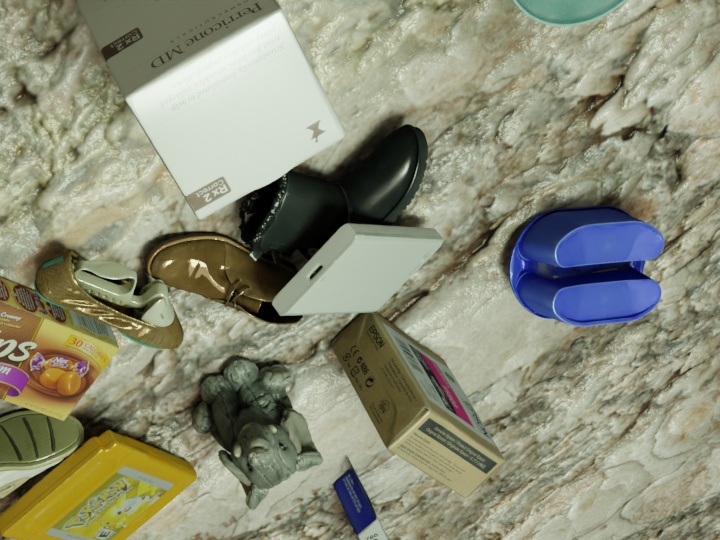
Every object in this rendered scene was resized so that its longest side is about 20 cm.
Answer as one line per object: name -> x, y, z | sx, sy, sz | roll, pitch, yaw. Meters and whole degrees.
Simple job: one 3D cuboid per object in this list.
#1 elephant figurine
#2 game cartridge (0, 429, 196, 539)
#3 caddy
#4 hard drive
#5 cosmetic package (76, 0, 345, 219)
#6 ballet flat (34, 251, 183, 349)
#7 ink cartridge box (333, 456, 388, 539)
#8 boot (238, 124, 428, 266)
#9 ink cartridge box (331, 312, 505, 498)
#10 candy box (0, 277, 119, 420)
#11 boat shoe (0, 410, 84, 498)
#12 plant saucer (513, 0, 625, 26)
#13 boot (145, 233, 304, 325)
elephant figurine -> -0.117, 0.212, 1.707 | 0.155, 0.200, 0.142 | 12, 118, -33
game cartridge -> -0.312, 0.273, 1.733 | 0.176, 0.032, 0.200 | -40, 152, 7
caddy -> 0.283, -0.007, 1.806 | 0.200, 0.105, 0.142 | -4, 103, -24
hard drive -> 0.000, 0.000, 1.643 | 0.132, 0.026, 0.200 | -46, 158, 22
cosmetic package -> -0.144, -0.193, 1.380 | 0.165, 0.200, 0.165 | -31, 133, -2
ballet flat -> -0.258, 0.028, 1.583 | 0.200, 0.068, 0.072 | 28, 127, -34
ink cartridge box -> 0.012, 0.348, 1.946 | 0.039, 0.099, 0.200 | -26, 132, -5
boot -> -0.034, -0.088, 1.601 | 0.162, 0.073, 0.198 | 10, 127, -36
ink cartridge box -> 0.069, 0.160, 1.759 | 0.075, 0.200, 0.165 | -44, 132, 12
candy box -> -0.379, 0.079, 1.572 | 0.200, 0.056, 0.117 | 27, 110, -40
boat shoe -> -0.416, 0.219, 1.659 | 0.200, 0.075, 0.068 | -16, 150, -17
plant saucer -> 0.236, -0.360, 1.551 | 0.200, 0.036, 0.200 | -13, 130, -16
boot -> -0.144, 0.013, 1.626 | 0.200, 0.075, 0.074 | 13, 120, -32
